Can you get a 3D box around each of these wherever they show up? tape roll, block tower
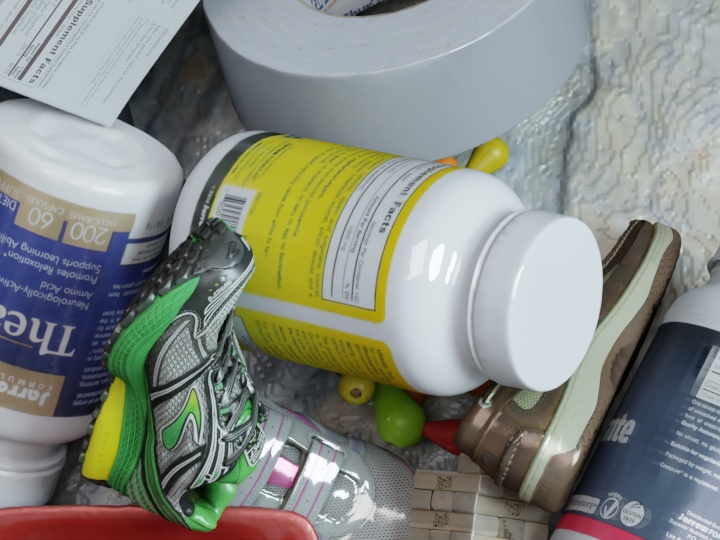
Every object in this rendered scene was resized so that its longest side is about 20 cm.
[{"bbox_3d":[0.019,-0.142,1.480,0.200,0.066,0.201,-9,41,8],"label":"tape roll"},{"bbox_3d":[0.054,0.195,1.413,0.058,0.054,0.201,-1,80,52],"label":"block tower"}]

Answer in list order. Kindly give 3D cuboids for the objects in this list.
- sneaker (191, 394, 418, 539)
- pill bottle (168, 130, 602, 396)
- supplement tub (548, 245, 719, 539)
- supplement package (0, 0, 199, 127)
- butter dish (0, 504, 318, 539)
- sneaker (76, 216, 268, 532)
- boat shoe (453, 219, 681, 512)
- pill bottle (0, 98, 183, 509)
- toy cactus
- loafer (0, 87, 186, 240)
[{"bbox_3d":[-0.051,0.109,1.457,0.199,0.088,0.082,15,77,12],"label":"sneaker"},{"bbox_3d":[0.013,-0.001,1.367,0.200,0.112,0.113,13,76,34],"label":"pill bottle"},{"bbox_3d":[0.194,0.096,1.396,0.140,0.140,0.200,26,79,15],"label":"supplement tub"},{"bbox_3d":[-0.143,-0.207,1.429,0.200,0.111,0.156,-52,49,16],"label":"supplement package"},{"bbox_3d":[-0.122,0.225,1.388,0.199,0.148,0.200,0,95,8],"label":"butter dish"},{"bbox_3d":[-0.076,0.051,1.352,0.085,0.200,0.078,29,52,10],"label":"sneaker"},{"bbox_3d":[0.105,0.032,1.423,0.075,0.075,0.202,24,42,8],"label":"boat shoe"},{"bbox_3d":[-0.173,0.021,1.457,0.111,0.111,0.200,25,111,15],"label":"pill bottle"},{"bbox_3d":[0.000,0.000,1.487,0.165,0.102,0.201,-2,82,18],"label":"toy cactus"},{"bbox_3d":[-0.155,-0.084,1.539,0.200,0.073,0.072,32,77,14],"label":"loafer"}]
